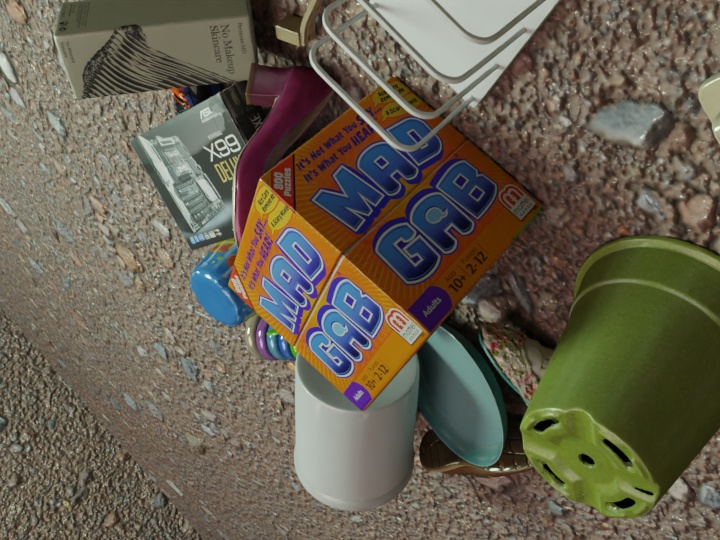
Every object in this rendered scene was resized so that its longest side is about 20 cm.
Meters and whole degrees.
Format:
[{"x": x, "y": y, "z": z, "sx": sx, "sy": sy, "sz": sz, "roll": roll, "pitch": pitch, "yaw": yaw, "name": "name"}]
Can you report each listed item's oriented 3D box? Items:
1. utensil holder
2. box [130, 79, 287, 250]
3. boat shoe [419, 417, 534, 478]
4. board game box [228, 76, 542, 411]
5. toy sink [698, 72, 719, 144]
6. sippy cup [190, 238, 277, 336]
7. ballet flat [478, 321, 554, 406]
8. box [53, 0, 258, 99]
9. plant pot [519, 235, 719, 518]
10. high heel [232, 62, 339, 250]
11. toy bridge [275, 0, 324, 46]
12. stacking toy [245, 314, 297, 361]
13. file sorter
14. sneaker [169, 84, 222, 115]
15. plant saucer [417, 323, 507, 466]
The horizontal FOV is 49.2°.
[{"x": -0.006, "y": 0.188, "z": 1.040, "sx": 0.169, "sy": 0.170, "sz": 0.201, "roll": 28, "pitch": 136, "yaw": 27, "name": "utensil holder"}, {"x": -0.170, "y": -0.118, "z": 0.933, "sx": 0.199, "sy": 0.050, "sz": 0.159, "roll": -11, "pitch": 113, "yaw": 45, "name": "box"}, {"x": 0.169, "y": 0.237, "z": 1.037, "sx": 0.067, "sy": 0.073, "sz": 0.199, "roll": 26, "pitch": 152, "yaw": -35, "name": "boat shoe"}, {"x": 0.017, "y": -0.023, "z": 0.795, "sx": 0.200, "sy": 0.200, "sz": 0.200, "roll": 41, "pitch": 147, "yaw": 7, "name": "board game box"}, {"x": 0.306, "y": -0.081, "z": 0.484, "sx": 0.131, "sy": 0.112, "sz": 0.200, "roll": 53, "pitch": 147, "yaw": -10, "name": "toy sink"}, {"x": -0.160, "y": 0.003, "z": 1.093, "sx": 0.177, "sy": 0.130, "sz": 0.140, "roll": 39, "pitch": 147, "yaw": 11, "name": "sippy cup"}, {"x": 0.208, "y": 0.126, "z": 0.878, "sx": 0.064, "sy": 0.076, "sz": 0.200, "roll": -29, "pitch": 109, "yaw": 25, "name": "ballet flat"}, {"x": -0.211, "y": -0.242, "z": 0.834, "sx": 0.198, "sy": 0.069, "sz": 0.083, "roll": -8, "pitch": 137, "yaw": -2, "name": "box"}, {"x": 0.239, "y": 0.106, "z": 0.691, "sx": 0.199, "sy": 0.190, "sz": 0.201, "roll": 29, "pitch": 144, "yaw": 24, "name": "plant pot"}, {"x": -0.080, "y": -0.116, "z": 0.823, "sx": 0.095, "sy": 0.202, "sz": 0.067, "roll": 8, "pitch": 170, "yaw": -5, "name": "high heel"}, {"x": -0.057, "y": -0.304, "z": 0.738, "sx": 0.067, "sy": 0.027, "sz": 0.201, "roll": 27, "pitch": 142, "yaw": 24, "name": "toy bridge"}, {"x": -0.074, "y": 0.102, "z": 1.161, "sx": 0.199, "sy": 0.085, "sz": 0.086, "roll": 5, "pitch": 130, "yaw": 37, "name": "stacking toy"}, {"x": 0.060, "y": -0.211, "z": 0.616, "sx": 0.139, "sy": 0.124, "sz": 0.200, "roll": 45, "pitch": 148, "yaw": 3, "name": "file sorter"}, {"x": -0.220, "y": -0.245, "z": 0.941, "sx": 0.075, "sy": 0.078, "sz": 0.201, "roll": 31, "pitch": 144, "yaw": 24, "name": "sneaker"}, {"x": 0.118, "y": 0.147, "z": 0.981, "sx": 0.200, "sy": 0.027, "sz": 0.201, "roll": 44, "pitch": 148, "yaw": 37, "name": "plant saucer"}]
